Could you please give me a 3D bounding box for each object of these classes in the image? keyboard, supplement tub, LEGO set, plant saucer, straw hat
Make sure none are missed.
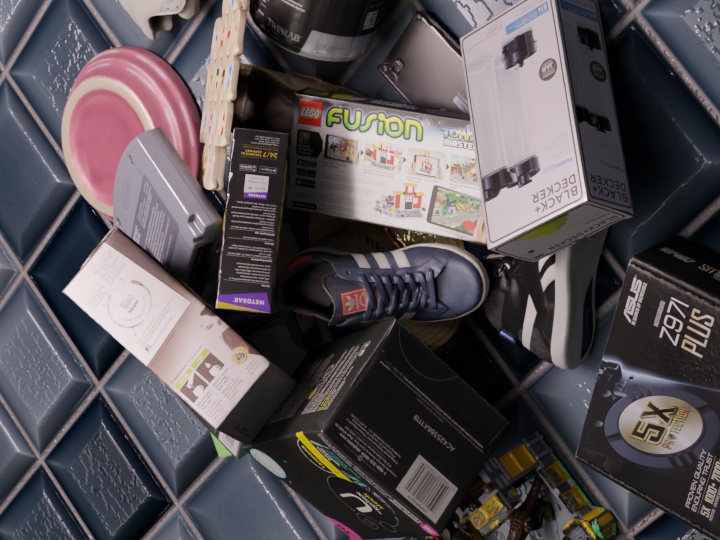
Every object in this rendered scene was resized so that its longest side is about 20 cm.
[{"bbox_3d":[0.088,-0.128,1.567,0.200,0.021,0.127,49,123,18],"label":"keyboard"},{"bbox_3d":[-0.019,-0.300,1.533,0.122,0.122,0.202,37,124,25],"label":"supplement tub"},{"bbox_3d":[0.127,0.252,1.589,0.200,0.115,0.155,-37,79,41],"label":"LEGO set"},{"bbox_3d":[-0.251,-0.135,1.828,0.199,0.051,0.203,14,113,36],"label":"plant saucer"},{"bbox_3d":[0.000,0.000,1.637,0.199,0.085,0.204,13,112,36],"label":"straw hat"}]

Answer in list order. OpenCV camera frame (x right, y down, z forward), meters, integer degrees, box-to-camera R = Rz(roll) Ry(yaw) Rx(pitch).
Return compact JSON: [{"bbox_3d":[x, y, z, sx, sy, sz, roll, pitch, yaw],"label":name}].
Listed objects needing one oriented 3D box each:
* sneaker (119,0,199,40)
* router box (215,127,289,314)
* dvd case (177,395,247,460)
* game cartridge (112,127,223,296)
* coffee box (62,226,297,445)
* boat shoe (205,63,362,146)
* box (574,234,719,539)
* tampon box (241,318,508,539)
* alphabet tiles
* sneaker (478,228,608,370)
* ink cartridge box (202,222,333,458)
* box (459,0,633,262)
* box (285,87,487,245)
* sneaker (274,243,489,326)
[{"bbox_3d":[-0.175,-0.305,1.704,0.092,0.075,0.200,55,139,1],"label":"sneaker"},{"bbox_3d":[-0.100,-0.040,1.576,0.052,0.200,0.159,6,88,-4],"label":"router box"},{"bbox_3d":[-0.172,0.082,1.701,0.200,0.022,0.147,46,151,18],"label":"dvd case"},{"bbox_3d":[-0.192,-0.047,1.667,0.134,0.040,0.200,52,152,15],"label":"game cartridge"},{"bbox_3d":[-0.164,0.061,1.575,0.199,0.113,0.080,39,87,16],"label":"coffee box"},{"bbox_3d":[-0.060,-0.151,1.651,0.199,0.066,0.075,23,107,30],"label":"boat shoe"},{"bbox_3d":[0.287,0.099,1.428,0.163,0.086,0.202,29,121,30],"label":"box"},{"bbox_3d":[0.010,0.152,1.576,0.150,0.127,0.200,41,157,-12],"label":"tampon box"},{"bbox_3d":[-0.124,-0.175,1.578,0.196,0.014,0.203,-159,77,-78],"label":"alphabet tiles"},{"bbox_3d":[0.153,-0.018,1.511,0.111,0.073,0.202,20,117,33],"label":"sneaker"},{"bbox_3d":[-0.108,0.072,1.751,0.145,0.084,0.202,-22,89,42],"label":"ink cartridge box"},{"bbox_3d":[0.153,-0.123,1.433,0.116,0.060,0.202,-25,62,42],"label":"box"},{"bbox_3d":[0.032,-0.095,1.551,0.198,0.035,0.111,11,107,18],"label":"box"},{"bbox_3d":[0.014,0.020,1.536,0.198,0.084,0.076,-2,105,25],"label":"sneaker"}]
